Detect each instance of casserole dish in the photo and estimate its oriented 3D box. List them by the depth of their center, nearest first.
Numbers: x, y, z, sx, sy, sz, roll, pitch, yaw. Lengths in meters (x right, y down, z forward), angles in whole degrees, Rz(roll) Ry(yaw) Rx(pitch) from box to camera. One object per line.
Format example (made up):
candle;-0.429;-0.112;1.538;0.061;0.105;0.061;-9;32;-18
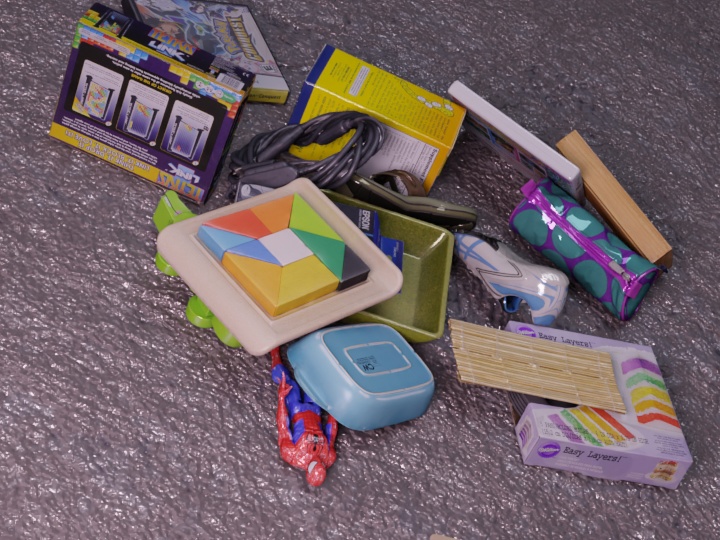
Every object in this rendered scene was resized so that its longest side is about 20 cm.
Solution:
casserole dish;0.008;0.102;1.489;0.121;0.039;0.200;50;27;21

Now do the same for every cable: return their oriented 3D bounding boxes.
cable;-0.061;-0.137;1.699;0.200;0.051;0.163;-14;24;18

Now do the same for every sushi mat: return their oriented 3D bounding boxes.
sushi mat;0.192;0.105;1.578;0.200;0.012;0.096;12;41;-14

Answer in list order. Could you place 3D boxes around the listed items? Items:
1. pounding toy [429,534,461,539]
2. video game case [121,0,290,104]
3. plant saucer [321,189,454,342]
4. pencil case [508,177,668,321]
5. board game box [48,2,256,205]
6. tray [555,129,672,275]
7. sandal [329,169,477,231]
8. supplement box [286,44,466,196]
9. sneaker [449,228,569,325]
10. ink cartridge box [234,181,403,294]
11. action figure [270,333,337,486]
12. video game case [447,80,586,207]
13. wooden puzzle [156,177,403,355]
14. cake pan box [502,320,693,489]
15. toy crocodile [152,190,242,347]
pounding toy;0.134;0.362;1.242;0.200;0.142;0.184;13;37;1
video game case;-0.204;-0.294;1.896;0.180;0.026;0.200;1;44;-29
plant saucer;0.000;0.000;1.639;0.199;0.048;0.200;18;38;-6
pencil case;0.281;-0.029;1.806;0.200;0.092;0.085;42;85;22
board game box;-0.237;-0.186;1.632;0.200;0.165;0.057;25;39;-2
tray;0.329;-0.084;1.871;0.200;0.037;0.099;55;3;17
sandal;0.050;-0.089;1.748;0.201;0.080;0.057;14;67;-28
supplement box;0.016;-0.180;1.817;0.200;0.109;0.110;25;37;-2
sneaker;0.163;0.004;1.704;0.072;0.073;0.200;16;11;-41
ink cartridge box;-0.045;-0.037;1.587;0.200;0.039;0.100;12;38;-7
action figure;-0.057;0.136;1.453;0.065;0.052;0.200;13;41;-24
video game case;0.207;-0.159;1.884;0.200;0.024;0.182;39;-2;15
wooden puzzle;-0.081;-0.014;1.493;0.200;0.037;0.185;-25;58;-35
cake pan box;0.254;0.147;1.613;0.200;0.052;0.184;12;37;-16
toy crocodile;-0.166;-0.003;1.537;0.062;0.068;0.200;-8;50;-37
